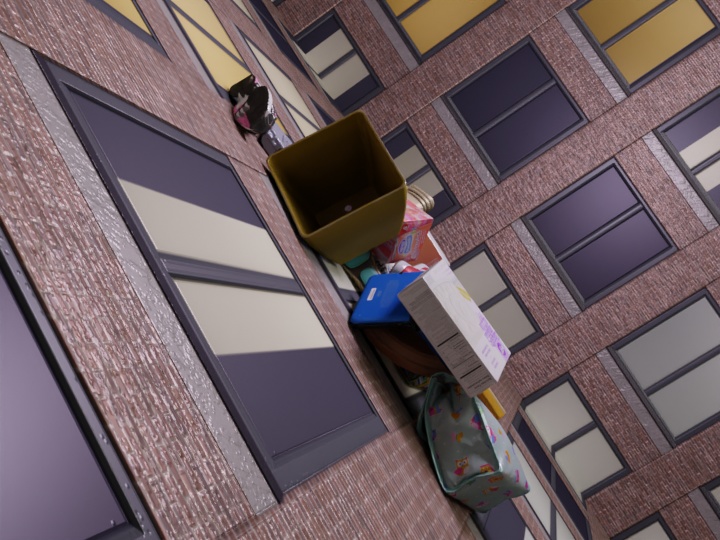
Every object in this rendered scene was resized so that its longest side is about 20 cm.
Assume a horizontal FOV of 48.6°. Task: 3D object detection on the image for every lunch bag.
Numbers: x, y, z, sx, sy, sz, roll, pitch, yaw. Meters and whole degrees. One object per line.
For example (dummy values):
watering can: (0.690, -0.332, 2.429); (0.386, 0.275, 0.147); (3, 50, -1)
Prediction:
lunch bag: (0.177, 0.278, 1.318); (0.170, 0.121, 0.201); (43, 22, -53)

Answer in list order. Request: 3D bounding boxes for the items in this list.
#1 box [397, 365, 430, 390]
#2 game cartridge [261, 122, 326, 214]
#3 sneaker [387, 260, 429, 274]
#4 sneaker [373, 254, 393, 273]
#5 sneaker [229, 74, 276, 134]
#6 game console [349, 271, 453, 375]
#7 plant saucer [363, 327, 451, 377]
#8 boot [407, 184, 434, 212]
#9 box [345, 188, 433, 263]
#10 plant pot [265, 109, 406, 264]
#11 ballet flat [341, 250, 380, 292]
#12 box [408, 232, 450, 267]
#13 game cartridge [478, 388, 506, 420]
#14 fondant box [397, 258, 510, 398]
box: (0.129, 0.183, 1.530); (0.065, 0.070, 0.200); (59, 9, 21)
game cartridge: (-0.130, -0.204, 1.604); (0.201, 0.041, 0.133); (54, 13, -18)
sneaker: (0.132, 0.038, 1.566); (0.112, 0.072, 0.200); (34, 9, 21)
sneaker: (0.050, 0.024, 1.637); (0.201, 0.077, 0.085); (62, 19, 8)
sneaker: (-0.186, -0.300, 1.500); (0.086, 0.080, 0.201); (52, 11, -34)
game console: (0.088, 0.091, 1.383); (0.200, 0.169, 0.119); (-63, 146, -65)
plant saucer: (0.098, 0.114, 1.409); (0.199, 0.032, 0.201); (21, 25, -10)
boot: (0.054, -0.135, 1.783); (0.199, 0.155, 0.073); (16, -45, 54)
box: (0.037, -0.110, 1.610); (0.094, 0.103, 0.200); (-6, 38, -45)
plant pot: (-0.027, -0.130, 1.454); (0.201, 0.199, 0.177); (62, -1, 33)
ballet flat: (0.000, 0.000, 1.562); (0.201, 0.068, 0.063); (62, -18, 15)
box: (0.100, -0.056, 1.935); (0.201, 0.152, 0.106); (58, 9, 8)
game cartridge: (0.240, 0.248, 1.856); (0.201, 0.032, 0.176); (53, -11, -11)
fondant box: (0.156, 0.090, 1.297); (0.201, 0.058, 0.144); (55, 23, 0)
